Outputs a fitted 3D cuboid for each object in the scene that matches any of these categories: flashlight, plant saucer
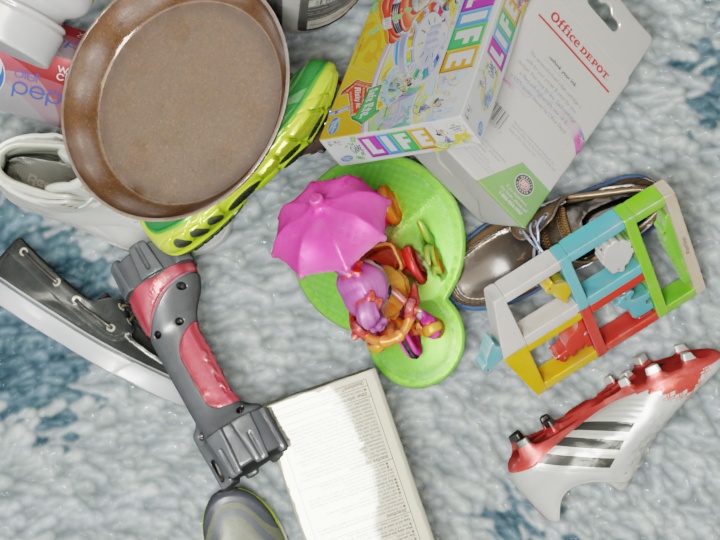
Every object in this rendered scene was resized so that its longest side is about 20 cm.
[{"bbox_3d":[-0.124,0.067,1.451,0.068,0.068,0.200,-23,74,-32],"label":"flashlight"},{"bbox_3d":[-0.136,-0.131,1.396,0.200,0.034,0.201,-6,75,23],"label":"plant saucer"}]

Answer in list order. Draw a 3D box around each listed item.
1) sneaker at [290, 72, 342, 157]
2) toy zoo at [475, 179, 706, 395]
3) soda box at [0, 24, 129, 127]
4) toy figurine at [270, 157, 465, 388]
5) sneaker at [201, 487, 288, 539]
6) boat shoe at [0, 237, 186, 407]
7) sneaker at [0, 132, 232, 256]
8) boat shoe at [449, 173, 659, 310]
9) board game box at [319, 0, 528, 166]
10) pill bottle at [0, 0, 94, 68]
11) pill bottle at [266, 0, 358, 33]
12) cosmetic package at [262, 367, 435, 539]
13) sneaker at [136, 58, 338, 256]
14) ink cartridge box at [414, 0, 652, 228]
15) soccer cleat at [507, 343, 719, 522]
[{"bbox_3d":[-0.068,-0.116,1.514,0.199,0.077,0.082,9,114,0],"label":"sneaker"},{"bbox_3d":[0.180,0.023,1.482,0.200,0.131,0.020,-32,46,-2],"label":"toy zoo"},{"bbox_3d":[-0.271,-0.167,1.490,0.199,0.070,0.064,15,118,0],"label":"soda box"},{"bbox_3d":[0.000,0.000,1.422,0.150,0.184,0.201,-23,83,14],"label":"toy figurine"},{"bbox_3d":[-0.083,0.273,1.478,0.074,0.081,0.201,-15,88,-2],"label":"sneaker"},{"bbox_3d":[-0.215,0.043,1.493,0.200,0.069,0.057,30,87,2],"label":"boat shoe"},{"bbox_3d":[-0.202,-0.059,1.474,0.199,0.116,0.074,13,85,-2],"label":"sneaker"},{"bbox_3d":[0.158,-0.029,1.502,0.200,0.072,0.072,-28,89,-2],"label":"boat shoe"},{"bbox_3d":[0.058,-0.178,1.445,0.134,0.034,0.200,-7,50,36],"label":"board game box"},{"bbox_3d":[-0.240,-0.265,1.403,0.114,0.114,0.201,25,87,0],"label":"pill bottle"},{"bbox_3d":[-0.047,-0.253,1.442,0.116,0.200,0.117,0,86,-3],"label":"pill bottle"},{"bbox_3d":[-0.003,0.188,1.488,0.103,0.073,0.201,-18,88,-2],"label":"cosmetic package"},{"bbox_3d":[-0.099,-0.101,1.429,0.200,0.074,0.084,-43,82,-4],"label":"sneaker"},{"bbox_3d":[0.135,-0.148,1.481,0.117,0.067,0.200,44,74,-25],"label":"ink cartridge box"},{"bbox_3d":[0.216,0.132,1.503,0.200,0.069,0.085,-30,97,1],"label":"soccer cleat"}]
